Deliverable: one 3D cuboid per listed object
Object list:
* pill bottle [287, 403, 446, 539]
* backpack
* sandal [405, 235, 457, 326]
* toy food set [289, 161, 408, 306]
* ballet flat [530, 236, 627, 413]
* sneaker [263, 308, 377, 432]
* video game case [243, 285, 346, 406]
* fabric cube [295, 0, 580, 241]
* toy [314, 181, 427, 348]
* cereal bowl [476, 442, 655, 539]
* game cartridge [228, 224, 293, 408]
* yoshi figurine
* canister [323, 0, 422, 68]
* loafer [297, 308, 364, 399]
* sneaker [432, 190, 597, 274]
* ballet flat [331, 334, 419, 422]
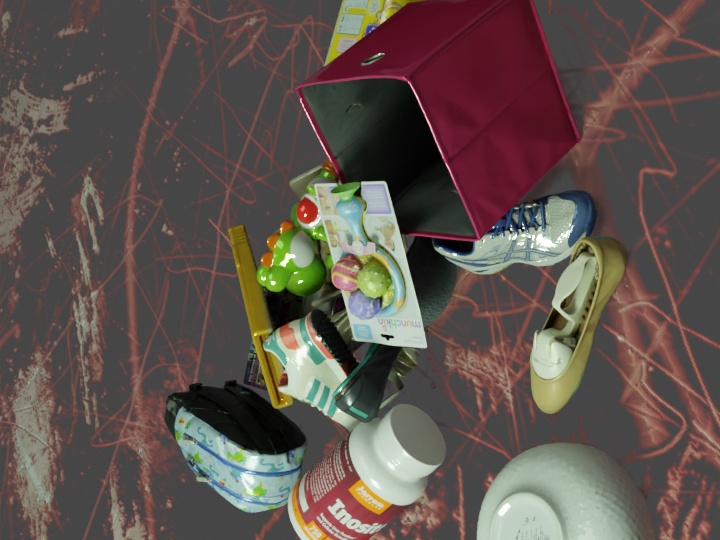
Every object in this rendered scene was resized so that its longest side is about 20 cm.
[{"bbox_3d":[0.009,0.252,1.147,0.200,0.112,0.113,-47,47,31],"label":"pill bottle"},{"bbox_3d":[-0.162,0.246,1.332,0.199,0.163,0.155,7,93,43],"label":"backpack"},{"bbox_3d":[0.087,-0.018,1.177,0.043,0.076,0.201,157,134,-78],"label":"sandal"},{"bbox_3d":[-0.021,-0.063,1.282,0.143,0.060,0.201,-24,59,22],"label":"toy food set"},{"bbox_3d":[0.215,0.054,1.001,0.069,0.063,0.201,29,102,50],"label":"ballet flat"},{"bbox_3d":[-0.050,0.142,1.194,0.093,0.200,0.071,-21,29,16],"label":"sneaker"},{"bbox_3d":[-0.090,0.083,1.371,0.181,0.036,0.202,6,84,49],"label":"video game case"},{"bbox_3d":[0.088,-0.174,1.051,0.199,0.201,0.196,-42,30,-27],"label":"fabric cube"},{"bbox_3d":[0.000,0.000,1.078,0.115,0.047,0.201,3,111,43],"label":"toy"},{"bbox_3d":[0.190,0.272,0.953,0.199,0.083,0.202,-19,64,46],"label":"cereal bowl"},{"bbox_3d":[-0.139,0.060,1.291,0.177,0.032,0.201,82,170,-49],"label":"game cartridge"},{"bbox_3d":[-0.053,-0.048,1.233,0.200,0.112,0.112,-52,10,-7],"label":"yoshi figurine"},{"bbox_3d":[0.018,-0.318,1.324,0.148,0.086,0.201,22,98,50],"label":"canister"},{"bbox_3d":[-0.034,0.083,1.247,0.068,0.076,0.200,45,103,15],"label":"loafer"},{"bbox_3d":[0.168,-0.042,1.066,0.199,0.088,0.076,-23,61,43],"label":"sneaker"},{"bbox_3d":[0.030,0.117,1.163,0.073,0.073,0.200,-37,10,37],"label":"ballet flat"}]
